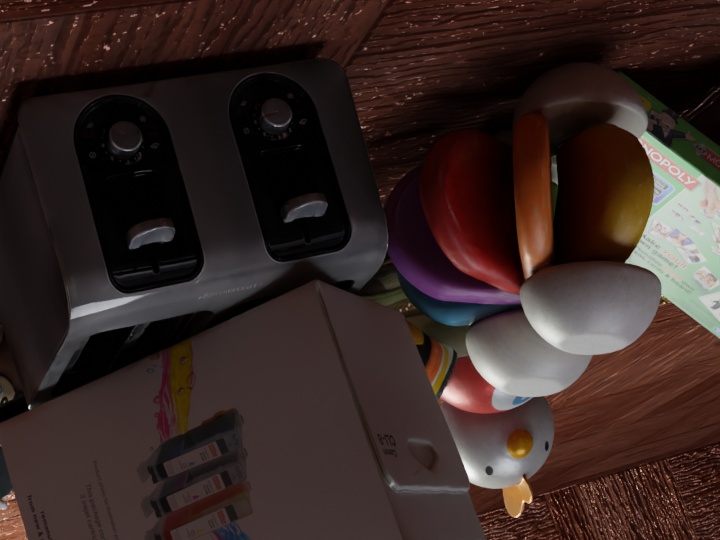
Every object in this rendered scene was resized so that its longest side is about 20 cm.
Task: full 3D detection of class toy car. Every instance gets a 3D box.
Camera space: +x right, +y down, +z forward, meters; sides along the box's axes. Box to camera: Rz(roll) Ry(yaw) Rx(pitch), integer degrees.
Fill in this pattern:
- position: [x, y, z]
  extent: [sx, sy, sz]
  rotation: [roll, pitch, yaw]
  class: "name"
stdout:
- position: [0.089, -0.026, 0.956]
  extent: [0.149, 0.176, 0.200]
  rotation: [6, 157, -18]
  class: "toy car"
- position: [0.107, 0.107, 1.221]
  extent: [0.184, 0.201, 0.177]
  rotation: [-24, -166, -14]
  class: "toy car"

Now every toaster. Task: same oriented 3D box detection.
- position: [-0.105, -0.015, 0.830]
  extent: [0.180, 0.119, 0.200]
  rotation: [-11, 162, -26]
  class: "toaster"

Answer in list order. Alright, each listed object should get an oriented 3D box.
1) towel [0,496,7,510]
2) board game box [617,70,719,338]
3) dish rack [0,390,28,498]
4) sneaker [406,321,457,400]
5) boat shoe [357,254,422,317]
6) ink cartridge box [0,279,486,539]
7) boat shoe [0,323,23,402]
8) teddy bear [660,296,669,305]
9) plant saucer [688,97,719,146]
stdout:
- position: [-0.339, 0.124, 1.019]
  extent: [0.199, 0.023, 0.144]
  rotation: [11, 167, -1]
  class: "towel"
- position: [0.217, -0.035, 1.048]
  extent: [0.029, 0.200, 0.135]
  rotation: [-55, -176, -31]
  class: "board game box"
- position: [-0.283, 0.089, 0.942]
  extent: [0.199, 0.055, 0.153]
  rotation: [12, -175, 5]
  class: "dish rack"
- position: [-0.025, 0.057, 1.032]
  extent: [0.090, 0.070, 0.200]
  rotation: [38, 154, -25]
  class: "sneaker"
- position: [0.000, 0.000, 1.096]
  extent: [0.199, 0.072, 0.072]
  rotation: [-9, 171, -31]
  class: "boat shoe"
- position: [-0.059, 0.114, 0.829]
  extent: [0.199, 0.145, 0.145]
  rotation: [-23, 165, 15]
  class: "ink cartridge box"
- position: [-0.259, 0.077, 1.047]
  extent: [0.199, 0.076, 0.072]
  rotation: [-25, 162, 14]
  class: "boat shoe"
- position: [0.248, 0.012, 1.385]
  extent: [0.199, 0.067, 0.145]
  rotation: [-32, -158, 8]
  class: "teddy bear"
- position: [0.283, -0.102, 1.109]
  extent: [0.200, 0.037, 0.201]
  rotation: [-29, 165, -8]
  class: "plant saucer"
